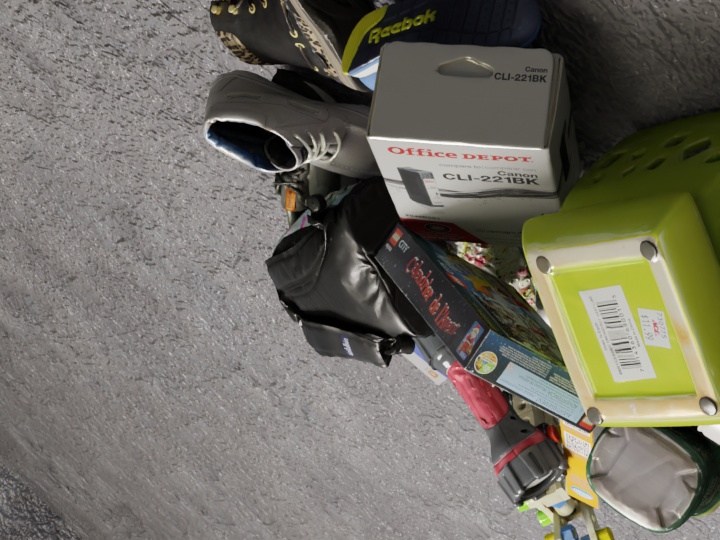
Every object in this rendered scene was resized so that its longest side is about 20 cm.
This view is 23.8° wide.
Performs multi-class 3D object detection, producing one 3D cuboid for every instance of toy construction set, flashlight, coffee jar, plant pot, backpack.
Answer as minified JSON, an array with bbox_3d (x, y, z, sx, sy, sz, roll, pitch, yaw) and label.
[{"bbox_3d":[0.189,0.186,1.734,0.131,0.092,0.201,48,-168,-38],"label":"toy construction set"},{"bbox_3d":[0.117,0.125,1.620,0.201,0.067,0.068,56,141,23],"label":"flashlight"},{"bbox_3d":[0.280,0.179,1.556,0.104,0.086,0.200,34,-169,21],"label":"coffee jar"},{"bbox_3d":[0.243,0.008,1.258,0.198,0.181,0.202,-8,108,53],"label":"plant pot"},{"bbox_3d":[0.000,0.000,1.589,0.200,0.126,0.168,-18,98,62],"label":"backpack"}]

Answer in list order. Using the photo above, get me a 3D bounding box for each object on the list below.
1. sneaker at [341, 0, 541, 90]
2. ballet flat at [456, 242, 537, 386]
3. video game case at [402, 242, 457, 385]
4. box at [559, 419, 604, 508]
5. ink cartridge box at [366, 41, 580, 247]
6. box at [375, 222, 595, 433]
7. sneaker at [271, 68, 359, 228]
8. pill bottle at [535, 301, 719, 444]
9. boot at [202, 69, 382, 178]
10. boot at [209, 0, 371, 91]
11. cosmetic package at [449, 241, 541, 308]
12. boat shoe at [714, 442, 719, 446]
[{"bbox_3d":[0.076,-0.180,1.373,0.199,0.075,0.082,-5,146,48],"label":"sneaker"},{"bbox_3d":[0.123,0.033,1.537,0.075,0.064,0.201,17,146,35],"label":"ballet flat"},{"bbox_3d":[0.057,0.020,1.736,0.181,0.046,0.200,40,154,-2],"label":"video game case"},{"bbox_3d":[0.233,0.133,1.601,0.041,0.119,0.201,25,150,25],"label":"box"},{"bbox_3d":[0.095,-0.096,1.364,0.142,0.085,0.200,5,159,14],"label":"ink cartridge box"},{"bbox_3d":[0.105,0.044,1.376,0.136,0.038,0.200,27,-167,-30],"label":"box"},{"bbox_3d":[-0.051,-0.107,1.639,0.073,0.079,0.201,23,146,31],"label":"sneaker"},{"bbox_3d":[0.256,0.059,1.462,0.199,0.114,0.114,33,153,13],"label":"pill bottle"},{"bbox_3d":[-0.049,-0.112,1.544,0.198,0.096,0.074,17,123,-5],"label":"boot"},{"bbox_3d":[-0.073,-0.242,1.471,0.150,0.073,0.201,13,149,42],"label":"boot"},{"bbox_3d":[0.112,-0.047,1.553,0.200,0.051,0.082,50,153,-20],"label":"cosmetic package"},{"bbox_3d":[0.335,0.131,1.521,0.199,0.069,0.072,34,153,11],"label":"boat shoe"}]
